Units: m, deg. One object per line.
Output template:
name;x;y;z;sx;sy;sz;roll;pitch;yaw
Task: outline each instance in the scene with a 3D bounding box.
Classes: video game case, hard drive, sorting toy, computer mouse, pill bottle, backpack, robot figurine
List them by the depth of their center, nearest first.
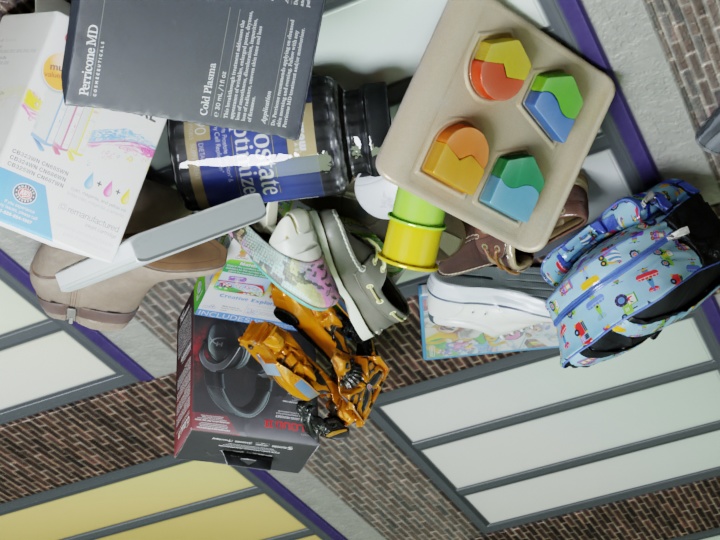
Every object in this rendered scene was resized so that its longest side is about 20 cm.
sorting toy;0.130;-0.131;1.233;0.200;0.186;0.036;25;180;-32
hard drive;-0.186;-0.023;1.243;0.132;0.026;0.200;-23;-176;-31
pill bottle;-0.070;-0.120;1.258;0.199;0.112;0.112;-7;145;3
computer mouse;0.085;-0.103;1.307;0.200;0.044;0.110;-32;116;17
backpack;0.266;0.010;1.387;0.200;0.135;0.183;-24;167;-43
robot figurine;-0.041;0.094;1.469;0.058;0.145;0.200;-1;143;43
video game case;0.170;0.054;1.611;0.199;0.018;0.143;-6;144;1

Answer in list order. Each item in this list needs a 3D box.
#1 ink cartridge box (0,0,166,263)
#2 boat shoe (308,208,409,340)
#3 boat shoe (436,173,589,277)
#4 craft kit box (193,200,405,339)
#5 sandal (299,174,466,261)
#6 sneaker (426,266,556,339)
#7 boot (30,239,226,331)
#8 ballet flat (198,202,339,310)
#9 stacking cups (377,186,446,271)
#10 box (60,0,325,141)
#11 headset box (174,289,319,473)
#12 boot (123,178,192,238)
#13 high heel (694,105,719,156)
ink cartridge box;-0.253;-0.126;1.160;0.128;0.201;0.125;23;174;-35
boat shoe;-0.001;-0.002;1.399;0.060;0.072;0.202;-20;142;5
boat shoe;0.155;-0.033;1.439;0.200;0.072;0.072;-26;139;27
craft kit box;-0.060;-0.005;1.482;0.199;0.049;0.198;10;145;-20
sandal;0.020;-0.074;1.391;0.199;0.055;0.082;21;134;-10
sneaker;0.171;0.039;1.527;0.199;0.073;0.071;9;125;4
boot;-0.247;0.009;1.438;0.199;0.070;0.146;14;137;-3
ballet flat;-0.090;-0.045;1.318;0.069;0.200;0.071;-18;144;-53
stacking cups;0.067;-0.102;1.261;0.060;0.061;0.201;10;101;-19
box;-0.125;-0.218;1.043;0.181;0.104;0.201;8;106;-17
headset box;-0.128;0.133;1.532;0.148;0.201;0.077;10;143;-19
boot;-0.253;-0.105;1.304;0.199;0.070;0.147;-3;137;-17
high heel;0.444;-0.139;1.319;0.199;0.072;0.143;15;148;-11
